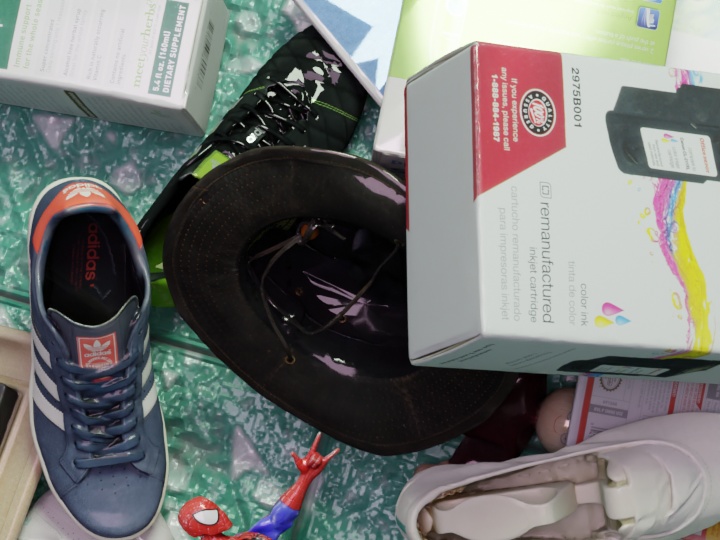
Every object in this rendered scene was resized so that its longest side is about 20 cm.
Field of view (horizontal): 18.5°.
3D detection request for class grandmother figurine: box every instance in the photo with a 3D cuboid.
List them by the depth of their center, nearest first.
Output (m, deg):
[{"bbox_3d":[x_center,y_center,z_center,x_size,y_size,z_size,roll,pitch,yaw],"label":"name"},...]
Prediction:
[{"bbox_3d":[0.057,0.070,1.236,0.200,0.061,0.121,15,111,10],"label":"grandmother figurine"}]

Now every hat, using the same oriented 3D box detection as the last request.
[{"bbox_3d":[0.000,0.000,1.179,0.200,0.081,0.201,11,127,14],"label":"hat"}]

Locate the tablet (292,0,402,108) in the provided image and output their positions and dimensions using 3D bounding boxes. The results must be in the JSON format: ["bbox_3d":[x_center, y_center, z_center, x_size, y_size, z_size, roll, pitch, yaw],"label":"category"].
[{"bbox_3d":[0.061,-0.132,1.255,0.130,0.014,0.200,-38,82,-7],"label":"tablet"}]

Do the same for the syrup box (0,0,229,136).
[{"bbox_3d":[-0.184,-0.138,1.280,0.200,0.081,0.079,10,83,7],"label":"syrup box"}]

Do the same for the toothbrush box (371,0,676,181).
[{"bbox_3d":[0.094,-0.136,1.206,0.145,0.086,0.200,10,78,0],"label":"toothbrush box"}]

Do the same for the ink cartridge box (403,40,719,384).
[{"bbox_3d":[0.128,-0.025,1.086,0.200,0.083,0.146,4,77,-24],"label":"ink cartridge box"}]

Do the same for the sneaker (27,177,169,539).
[{"bbox_3d":[-0.142,0.050,1.178,0.075,0.085,0.200,-11,95,-13],"label":"sneaker"}]

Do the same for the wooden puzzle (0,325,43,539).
[{"bbox_3d":[-0.269,0.118,1.247,0.185,0.037,0.200,12,79,26],"label":"wooden puzzle"}]

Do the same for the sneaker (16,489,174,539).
[{"bbox_3d":[-0.118,0.203,1.222,0.088,0.075,0.200,-32,69,-25],"label":"sneaker"}]

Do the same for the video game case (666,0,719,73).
[{"bbox_3d":[0.166,-0.152,1.269,0.182,0.022,0.200,-22,80,3],"label":"video game case"}]

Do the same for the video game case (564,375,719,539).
[{"bbox_3d":[0.214,0.080,1.176,0.200,0.017,0.143,11,99,6],"label":"video game case"}]

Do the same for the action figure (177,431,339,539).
[{"bbox_3d":[-0.005,0.172,1.200,0.200,0.065,0.099,36,110,-3],"label":"action figure"}]

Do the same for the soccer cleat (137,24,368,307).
[{"bbox_3d":[-0.063,-0.061,1.255,0.068,0.081,0.200,38,88,10],"label":"soccer cleat"}]

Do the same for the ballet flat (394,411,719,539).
[{"bbox_3d":[0.115,0.121,1.153,0.200,0.069,0.070,-10,82,9],"label":"ballet flat"}]
